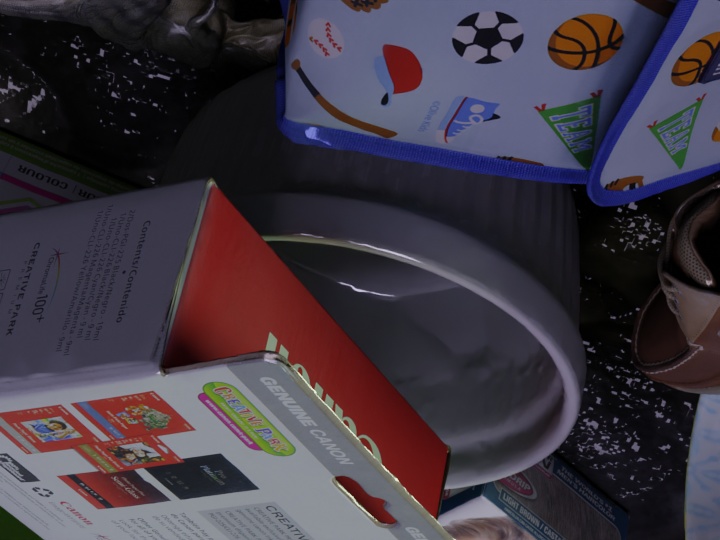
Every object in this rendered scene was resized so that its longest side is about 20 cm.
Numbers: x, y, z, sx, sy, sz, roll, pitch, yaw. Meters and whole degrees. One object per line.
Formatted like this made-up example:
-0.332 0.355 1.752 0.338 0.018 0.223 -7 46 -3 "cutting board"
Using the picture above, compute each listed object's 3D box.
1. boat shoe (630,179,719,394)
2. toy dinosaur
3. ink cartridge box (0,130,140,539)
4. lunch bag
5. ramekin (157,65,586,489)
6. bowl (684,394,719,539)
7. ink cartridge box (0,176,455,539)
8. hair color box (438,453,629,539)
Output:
0.155 -0.007 0.767 0.071 0.076 0.200 14 151 -16 "boat shoe"
-0.100 -0.124 0.783 0.199 0.048 0.088 13 143 11 "toy dinosaur"
-0.169 0.040 0.851 0.147 0.201 0.076 22 136 -4 "ink cartridge box"
0.081 -0.118 0.677 0.198 0.124 0.171 9 137 -12 "lunch bag"
0.000 0.000 0.803 0.199 0.106 0.201 8 148 5 "ramekin"
0.226 0.079 0.780 0.107 0.201 0.201 13 138 -17 "bowl"
-0.050 0.059 0.734 0.174 0.084 0.200 -8 143 28 "ink cartridge box"
0.032 0.157 1.001 0.100 0.061 0.200 39 132 -21 "hair color box"
